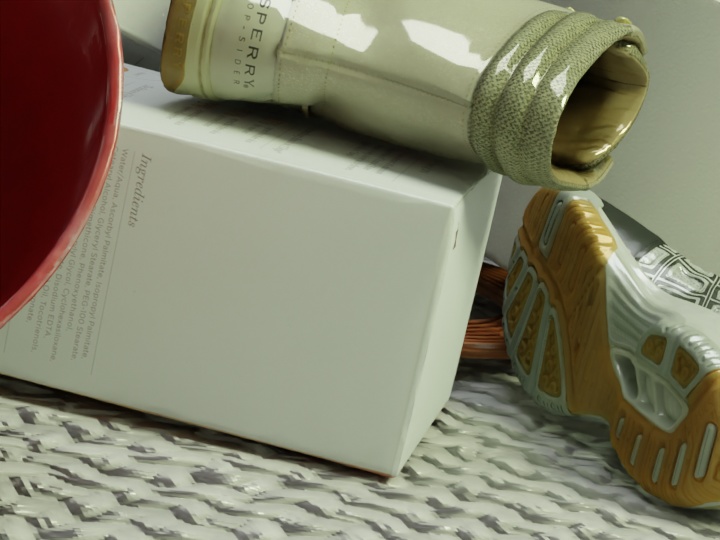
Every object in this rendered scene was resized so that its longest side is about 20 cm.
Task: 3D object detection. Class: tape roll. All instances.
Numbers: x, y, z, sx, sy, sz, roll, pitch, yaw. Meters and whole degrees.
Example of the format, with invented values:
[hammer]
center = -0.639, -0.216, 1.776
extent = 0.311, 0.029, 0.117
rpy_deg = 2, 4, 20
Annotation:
[tape roll]
center = 0.145, -0.053, 1.128
extent = 0.202, 0.140, 0.203
rpy_deg = 23, 11, -5

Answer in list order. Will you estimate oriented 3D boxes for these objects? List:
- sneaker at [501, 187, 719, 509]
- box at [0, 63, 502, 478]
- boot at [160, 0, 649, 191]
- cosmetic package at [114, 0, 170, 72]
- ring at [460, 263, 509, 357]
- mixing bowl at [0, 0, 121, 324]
[sneaker]
center = 0.120, 0.032, 0.974
extent = 0.087, 0.076, 0.200
rpy_deg = 7, 25, -25
[box]
center = -0.062, -0.010, 0.931
extent = 0.199, 0.098, 0.124
rpy_deg = 14, 12, 8
[boot]
center = 0.031, -0.082, 0.958
extent = 0.154, 0.072, 0.200
rpy_deg = 16, 17, 15
[cosmetic package]
center = -0.105, -0.119, 1.047
extent = 0.200, 0.107, 0.090
rpy_deg = 28, -36, -30
[ring]
center = 0.000, 0.000, 1.111
extent = 0.200, 0.019, 0.200
rpy_deg = 10, 11, -2
[mixing bowl]
center = -0.171, -0.037, 0.802
extent = 0.199, 0.201, 0.108
rpy_deg = 11, -20, 1
